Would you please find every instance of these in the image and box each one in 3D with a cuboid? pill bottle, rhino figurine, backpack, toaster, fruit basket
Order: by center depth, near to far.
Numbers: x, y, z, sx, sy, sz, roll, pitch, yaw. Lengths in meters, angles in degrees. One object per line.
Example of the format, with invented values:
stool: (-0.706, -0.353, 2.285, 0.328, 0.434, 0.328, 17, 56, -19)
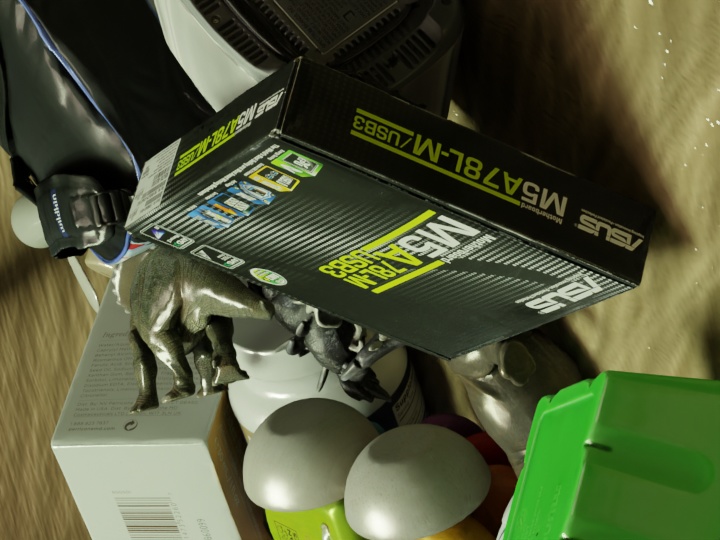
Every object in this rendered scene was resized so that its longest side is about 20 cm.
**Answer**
fruit basket: (0.163, 0.159, 1.264, 0.216, 0.215, 0.155, 57, 160, 0)
toaster: (-0.024, -0.120, 1.355, 0.200, 0.113, 0.129, 47, 165, 18)
rhino figurine: (0.107, 0.091, 1.453, 0.201, 0.060, 0.087, 61, 159, -15)
backpack: (-0.141, -0.101, 1.540, 0.201, 0.154, 0.191, 60, 155, 11)
pill bottle: (-0.016, 0.092, 1.698, 0.116, 0.115, 0.201, 37, 154, 49)

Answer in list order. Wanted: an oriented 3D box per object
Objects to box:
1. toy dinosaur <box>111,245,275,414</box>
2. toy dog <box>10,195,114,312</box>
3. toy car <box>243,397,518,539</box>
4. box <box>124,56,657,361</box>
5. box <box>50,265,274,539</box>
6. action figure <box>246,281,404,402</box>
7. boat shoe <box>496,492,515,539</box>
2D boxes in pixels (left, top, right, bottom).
toy dinosaur: (-0.104, 0.022, 1.568, 0.200, 0.077, 0.103, 145, 111, -75)
toy dog: (-0.165, -0.031, 1.935, 0.096, 0.132, 0.200, 30, -174, -29)
toy car: (0.039, 0.145, 1.563, 0.199, 0.150, 0.176, 11, 129, 45)
box: (0.010, -0.023, 1.307, 0.192, 0.048, 0.200, 24, 159, -19)
box: (-0.107, 0.090, 1.781, 0.106, 0.201, 0.153, -2, 134, 18)
action figure: (0.000, 0.000, 1.521, 0.119, 0.102, 0.200, 49, 160, 13)
boat shoe: (0.093, 0.178, 1.419, 0.062, 0.072, 0.201, -80, 10, -54)
